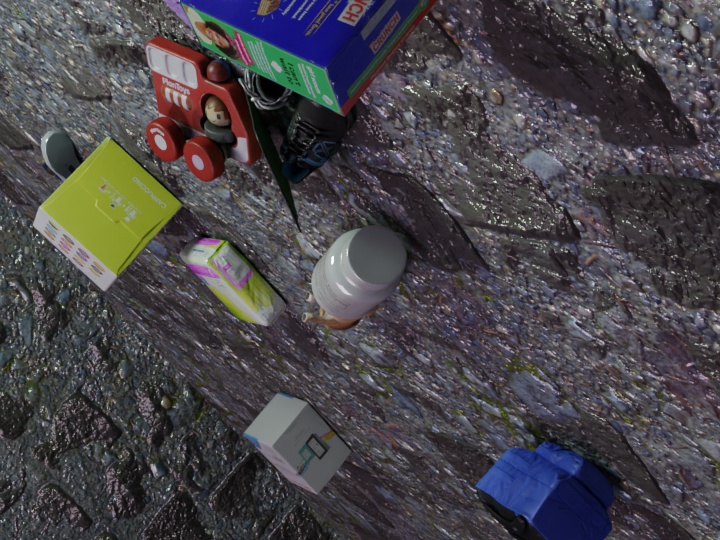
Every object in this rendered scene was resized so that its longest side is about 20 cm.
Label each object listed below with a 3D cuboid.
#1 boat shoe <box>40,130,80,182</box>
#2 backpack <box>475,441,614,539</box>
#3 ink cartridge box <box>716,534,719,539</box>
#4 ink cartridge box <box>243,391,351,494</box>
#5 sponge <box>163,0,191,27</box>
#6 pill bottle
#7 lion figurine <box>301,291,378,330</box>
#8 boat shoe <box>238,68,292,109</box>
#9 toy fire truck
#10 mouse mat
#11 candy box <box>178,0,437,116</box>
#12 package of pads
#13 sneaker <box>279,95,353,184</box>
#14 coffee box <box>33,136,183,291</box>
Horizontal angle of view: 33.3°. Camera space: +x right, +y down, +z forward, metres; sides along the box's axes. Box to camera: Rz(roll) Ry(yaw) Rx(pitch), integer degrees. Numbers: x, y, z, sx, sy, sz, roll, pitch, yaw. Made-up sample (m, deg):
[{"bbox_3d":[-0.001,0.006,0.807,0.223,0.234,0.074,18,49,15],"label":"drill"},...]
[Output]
[{"bbox_3d":[-0.656,-0.242,2.581,0.091,0.071,0.200,28,160,23],"label":"boat shoe"},{"bbox_3d":[0.302,0.372,1.962,0.163,0.168,0.200,51,163,-21],"label":"backpack"},{"bbox_3d":[0.593,0.410,1.610,0.200,0.084,0.145,41,161,-2],"label":"ink cartridge box"},{"bbox_3d":[-0.157,0.434,3.029,0.147,0.146,0.200,11,146,55],"label":"ink cartridge box"},{"bbox_3d":[-0.201,-0.360,1.496,0.112,0.030,0.200,44,161,-11],"label":"sponge"},{"bbox_3d":[0.000,0.000,1.787,0.114,0.114,0.200,41,161,-2],"label":"pill bottle"},{"bbox_3d":[-0.017,0.061,2.024,0.122,0.073,0.200,12,169,-29],"label":"lion figurine"},{"bbox_3d":[-0.114,-0.240,1.535,0.074,0.068,0.199,47,161,-18],"label":"boat shoe"},{"bbox_3d":[-0.227,-0.236,1.731,0.200,0.112,0.168,27,139,32],"label":"toy fire truck"},{"bbox_3d":[-0.121,-0.157,1.638,0.200,0.008,0.161,-107,-6,-56],"label":"mouse mat"},{"bbox_3d":[-0.048,-0.268,1.186,0.200,0.169,0.077,29,162,31],"label":"candy box"},{"bbox_3d":[-0.253,0.021,2.404,0.200,0.068,0.154,48,161,-25],"label":"package of pads"},{"bbox_3d":[-0.061,-0.174,1.563,0.073,0.082,0.200,37,161,9],"label":"sneaker"},{"bbox_3d":[-0.502,-0.109,2.383,0.200,0.200,0.198,43,161,-8],"label":"coffee box"}]
